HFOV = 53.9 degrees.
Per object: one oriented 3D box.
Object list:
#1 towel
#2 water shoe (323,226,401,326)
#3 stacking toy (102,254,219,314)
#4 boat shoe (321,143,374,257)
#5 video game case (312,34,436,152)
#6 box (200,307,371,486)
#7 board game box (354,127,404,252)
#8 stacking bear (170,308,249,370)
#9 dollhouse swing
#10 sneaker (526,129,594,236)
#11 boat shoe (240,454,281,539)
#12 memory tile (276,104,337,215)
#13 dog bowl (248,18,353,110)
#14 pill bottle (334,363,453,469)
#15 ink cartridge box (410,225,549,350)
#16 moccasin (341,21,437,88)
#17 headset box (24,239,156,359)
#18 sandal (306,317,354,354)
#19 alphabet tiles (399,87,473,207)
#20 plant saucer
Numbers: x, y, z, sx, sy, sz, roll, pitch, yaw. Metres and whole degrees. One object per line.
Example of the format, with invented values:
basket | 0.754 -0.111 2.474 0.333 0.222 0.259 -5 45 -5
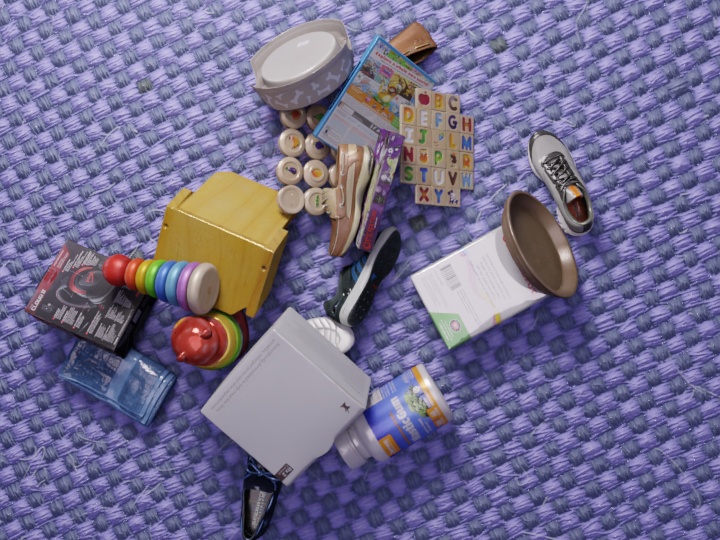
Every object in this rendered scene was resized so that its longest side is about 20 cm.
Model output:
towel | -0.444 0.191 1.298 0.199 0.049 0.112 29 90 4
water shoe | 0.000 0.000 1.262 0.079 0.072 0.201 19 71 33
stacking toy | -0.340 0.016 1.178 0.198 0.085 0.086 9 89 16
boat shoe | -0.034 -0.125 1.242 0.073 0.076 0.202 13 92 -12
video game case | 0.026 -0.286 1.245 0.143 0.018 0.201 29 101 -31
box | -0.120 0.209 1.191 0.200 0.131 0.199 42 103 -6
board game box | 0.027 -0.141 1.221 0.032 0.120 0.202 14 102 -7
stacking bear | -0.263 0.117 1.212 0.121 0.200 0.114 -38 86 2
dollhouse swing | -0.229 -0.054 1.261 0.199 0.176 0.183 22 112 4
sneaker | 0.359 -0.158 1.243 0.074 0.079 0.201 -26 86 4
boat shoe | -0.171 0.383 1.264 0.083 0.069 0.202 3 86 3
memory tile | -0.078 -0.197 1.264 0.152 0.017 0.202 3 89 -28
dog bowl | -0.101 -0.357 1.235 0.199 0.059 0.201 -15 43 15
pill bottle | 0.052 0.260 1.233 0.199 0.112 0.113 -32 87 2
ink cartridge box | 0.206 0.027 1.243 0.199 0.088 0.146 -29 87 4
moccasin | 0.049 -0.358 1.275 0.201 0.074 0.078 -37 78 -8
headset box | -0.485 0.047 1.272 0.199 0.075 0.150 22 71 4
sandal | -0.106 0.139 1.280 0.201 0.050 0.083 -17 71 8
alphabet tiles | 0.136 -0.214 1.245 0.165 0.006 0.202 1 88 -33
plant saucer | 0.302 -0.041 1.203 0.029 0.200 0.201 -32 86 36
